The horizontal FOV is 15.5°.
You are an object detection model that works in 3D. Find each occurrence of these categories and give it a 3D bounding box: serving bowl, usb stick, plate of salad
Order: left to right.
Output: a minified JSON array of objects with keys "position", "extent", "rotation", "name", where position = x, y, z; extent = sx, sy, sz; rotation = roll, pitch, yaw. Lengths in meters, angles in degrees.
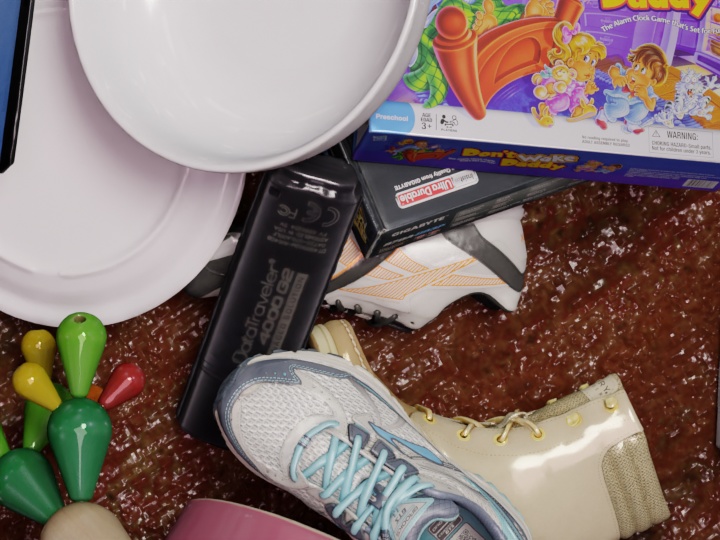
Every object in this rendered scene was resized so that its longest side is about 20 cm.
[{"position":[-0.154,-0.070,1.423],"extent":[0.199,0.048,0.201],"rotation":[1,96,11],"name":"plate of salad"},{"position":[-0.050,0.020,1.407],"extent":[0.055,0.033,0.201],"rotation":[15,129,-8],"name":"usb stick"},{"position":[-0.047,-0.146,1.340],"extent":[0.199,0.066,0.201],"rotation":[-2,86,25],"name":"serving bowl"}]

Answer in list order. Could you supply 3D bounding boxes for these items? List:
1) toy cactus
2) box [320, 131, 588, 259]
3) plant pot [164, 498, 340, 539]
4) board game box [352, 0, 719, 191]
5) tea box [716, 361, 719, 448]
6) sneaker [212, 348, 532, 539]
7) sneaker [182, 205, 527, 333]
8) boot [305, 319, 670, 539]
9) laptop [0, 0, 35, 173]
[{"position":[-0.162,0.128,1.394],"extent":[0.102,0.165,0.200],"rotation":[24,102,-51],"name":"toy cactus"},{"position":[0.064,-0.113,1.428],"extent":[0.199,0.046,0.160],"rotation":[-18,77,-17],"name":"box"},{"position":[-0.064,0.227,1.401],"extent":[0.199,0.200,0.180],"rotation":[24,73,-9],"name":"plant pot"},{"position":[0.098,-0.119,1.388],"extent":[0.199,0.045,0.135],"rotation":[4,72,-11],"name":"board game box"},{"position":[0.283,0.011,1.429],"extent":[0.133,0.197,0.201],"rotation":[2,92,-9],"name":"tea box"},{"position":[0.015,0.110,1.373],"extent":[0.199,0.086,0.078],"rotation":[32,95,-15],"name":"sneaker"},{"position":[0.000,0.000,1.448],"extent":[0.199,0.074,0.081],"rotation":[-8,97,-8],"name":"sneaker"},{"position":[0.070,0.088,1.459],"extent":[0.155,0.073,0.201],"rotation":[-29,102,-3],"name":"boot"},{"position":[-0.270,-0.150,1.383],"extent":[0.199,0.103,0.178],"rotation":[8,91,-9],"name":"laptop"}]
